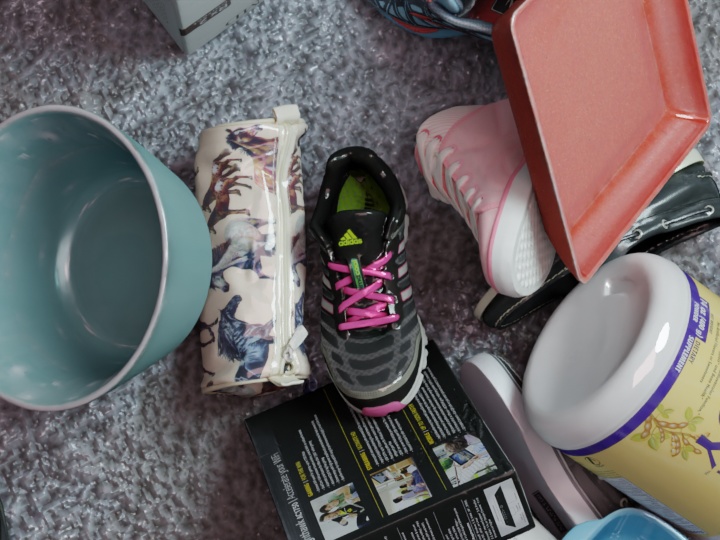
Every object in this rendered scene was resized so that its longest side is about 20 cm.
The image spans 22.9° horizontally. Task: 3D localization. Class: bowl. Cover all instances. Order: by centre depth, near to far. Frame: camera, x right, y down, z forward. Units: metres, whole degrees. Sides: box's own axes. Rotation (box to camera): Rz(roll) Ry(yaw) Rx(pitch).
[{"bbox_3d":[-0.179,-0.005,1.204,0.201,0.105,0.201,-2,85,31],"label":"bowl"}]

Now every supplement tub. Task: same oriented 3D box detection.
[{"bbox_3d":[0.225,0.095,1.194,0.200,0.145,0.146,33,85,-21],"label":"supplement tub"}]

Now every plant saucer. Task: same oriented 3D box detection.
[{"bbox_3d":[0.155,-0.128,1.159,0.200,0.037,0.200,-47,131,-37],"label":"plant saucer"}]

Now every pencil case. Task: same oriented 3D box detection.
[{"bbox_3d":[-0.072,-0.012,1.239,0.089,0.078,0.200,-5,84,41],"label":"pencil case"}]

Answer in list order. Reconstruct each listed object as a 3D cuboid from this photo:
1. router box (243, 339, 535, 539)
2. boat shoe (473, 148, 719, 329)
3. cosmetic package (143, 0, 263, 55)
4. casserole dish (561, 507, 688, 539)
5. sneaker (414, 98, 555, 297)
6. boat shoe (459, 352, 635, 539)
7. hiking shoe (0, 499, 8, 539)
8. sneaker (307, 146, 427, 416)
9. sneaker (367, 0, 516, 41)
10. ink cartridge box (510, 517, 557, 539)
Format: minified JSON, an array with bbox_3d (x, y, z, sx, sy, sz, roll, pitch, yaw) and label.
[{"bbox_3d":[0.013,0.132,1.178,0.149,0.200,0.051,-23,115,-3],"label":"router box"},{"bbox_3d":[0.175,-0.006,1.256,0.199,0.075,0.066,-32,76,-13],"label":"boat shoe"},{"bbox_3d":[-0.107,-0.273,1.199,0.165,0.200,0.165,-37,88,-4],"label":"cosmetic package"},{"bbox_3d":[0.204,0.247,1.165,0.200,0.039,0.121,41,61,8],"label":"casserole dish"},{"bbox_3d":[0.082,-0.051,1.214,0.104,0.200,0.075,-1,128,17],"label":"sneaker"},{"bbox_3d":[0.142,0.138,1.254,0.057,0.069,0.200,-33,89,-23],"label":"boat shoe"},{"bbox_3d":[-0.304,0.133,1.212,0.076,0.101,0.200,-26,87,-3],"label":"hiking shoe"},{"bbox_3d":[0.000,0.000,1.209,0.074,0.087,0.200,-8,61,11],"label":"sneaker"},{"bbox_3d":[0.073,-0.201,1.226,0.200,0.095,0.079,19,90,31],"label":"sneaker"},{"bbox_3d":[0.090,0.248,1.197,0.200,0.084,0.146,43,45,2],"label":"ink cartridge box"}]
